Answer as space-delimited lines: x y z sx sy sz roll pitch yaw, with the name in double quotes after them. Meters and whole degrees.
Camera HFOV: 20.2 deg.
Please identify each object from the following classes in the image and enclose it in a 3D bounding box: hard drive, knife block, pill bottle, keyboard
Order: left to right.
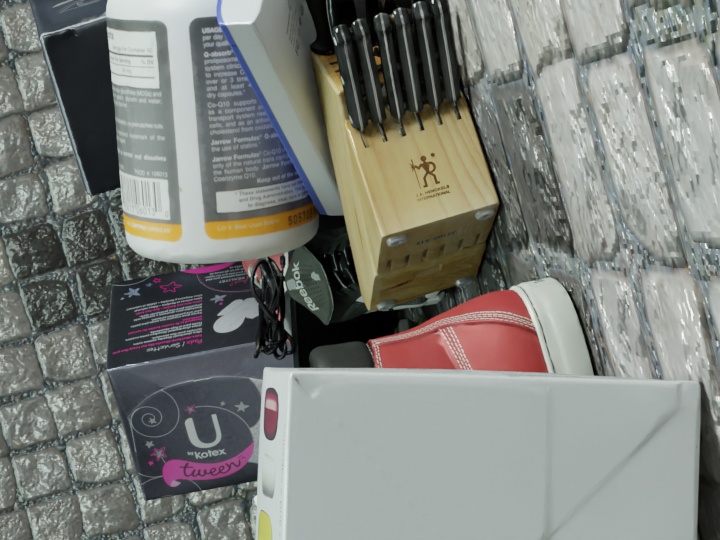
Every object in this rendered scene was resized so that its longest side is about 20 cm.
-0.085 -0.112 1.154 0.116 0.115 0.202 -132 37 -74 "pill bottle"
-0.030 -0.135 1.089 0.200 0.025 0.133 62 -149 -60 "hard drive"
-0.031 0.024 1.341 0.040 0.103 0.201 -49 33 39 "keyboard"
0.013 -0.089 1.052 0.200 0.063 0.177 96 158 -73 "knife block"

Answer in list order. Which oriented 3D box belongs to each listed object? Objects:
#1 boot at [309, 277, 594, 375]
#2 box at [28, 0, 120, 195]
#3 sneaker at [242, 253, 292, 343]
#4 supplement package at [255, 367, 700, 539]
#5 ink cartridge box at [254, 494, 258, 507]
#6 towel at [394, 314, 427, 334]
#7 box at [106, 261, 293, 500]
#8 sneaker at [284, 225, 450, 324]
0.049 0.118 0.897 0.072 0.143 0.202 116 136 -77 "boot"
-0.115 -0.158 1.366 0.200 0.195 0.118 -121 15 -66 "box"
-0.046 -0.004 1.452 0.074 0.087 0.201 32 -145 -28 "sneaker"
0.038 0.139 0.769 0.111 0.154 0.202 163 109 -82 "supplement package"
0.000 0.186 1.200 0.118 0.067 0.200 65 -178 29 "ink cartridge box"
0.040 0.136 1.379 0.200 0.023 0.154 89 176 -65 "towel"
-0.079 0.076 1.507 0.115 0.198 0.133 -94 -6 -57 "box"
0.000 0.000 1.236 0.200 0.090 0.067 149 104 -83 "sneaker"
